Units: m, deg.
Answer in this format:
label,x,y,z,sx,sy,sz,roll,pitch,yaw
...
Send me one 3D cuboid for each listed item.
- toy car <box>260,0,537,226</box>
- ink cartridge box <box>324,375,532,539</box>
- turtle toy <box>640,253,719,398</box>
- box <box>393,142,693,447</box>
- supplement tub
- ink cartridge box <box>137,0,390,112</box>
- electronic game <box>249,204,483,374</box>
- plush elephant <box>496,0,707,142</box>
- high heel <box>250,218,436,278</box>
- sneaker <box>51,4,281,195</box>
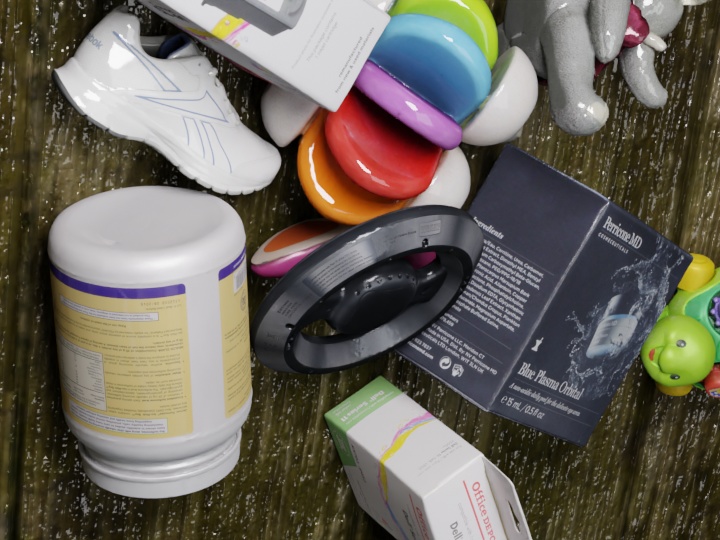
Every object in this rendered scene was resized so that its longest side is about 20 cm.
label,x,y,z,sx,sy,sz,roll,pitch,yaw
toy car,0.027,-0.121,1.358,0.175,0.150,0.200,35,107,-9
ink cartridge box,0.059,0.187,1.528,0.067,0.200,0.117,-32,125,-18
turtle toy,0.340,0.063,1.727,0.199,0.101,0.146,-8,115,-32
box,0.158,0.026,1.546,0.196,0.117,0.201,24,96,-56
supplement tub,-0.154,0.052,1.356,0.145,0.145,0.201,-15,119,-28
ink cartridge box,-0.100,-0.204,1.274,0.200,0.147,0.086,28,92,-38
electronic game,0.006,0.017,1.402,0.199,0.042,0.200,-24,155,-12
plush elephant,0.195,-0.192,1.460,0.154,0.165,0.201,4,82,-25
high heel,0.000,0.000,1.484,0.199,0.067,0.097,-18,110,-31
sneaker,-0.127,-0.121,1.335,0.200,0.075,0.087,28,102,-41
